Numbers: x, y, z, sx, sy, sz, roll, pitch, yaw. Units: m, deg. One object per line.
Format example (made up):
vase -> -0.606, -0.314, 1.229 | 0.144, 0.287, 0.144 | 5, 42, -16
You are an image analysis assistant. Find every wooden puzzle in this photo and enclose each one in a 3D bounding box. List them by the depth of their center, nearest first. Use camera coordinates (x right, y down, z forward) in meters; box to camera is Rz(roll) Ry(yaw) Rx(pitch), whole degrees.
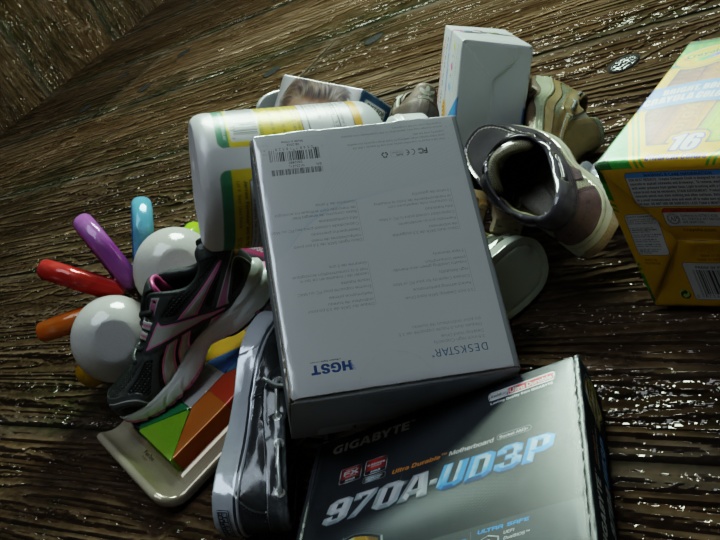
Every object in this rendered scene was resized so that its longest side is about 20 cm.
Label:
wooden puzzle -> -0.138, 0.109, 0.899 | 0.200, 0.037, 0.184 | -42, 27, -18

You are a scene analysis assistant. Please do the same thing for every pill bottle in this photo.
pill bottle -> -0.039, -0.082, 0.830 | 0.197, 0.114, 0.113 | -7, 23, -13

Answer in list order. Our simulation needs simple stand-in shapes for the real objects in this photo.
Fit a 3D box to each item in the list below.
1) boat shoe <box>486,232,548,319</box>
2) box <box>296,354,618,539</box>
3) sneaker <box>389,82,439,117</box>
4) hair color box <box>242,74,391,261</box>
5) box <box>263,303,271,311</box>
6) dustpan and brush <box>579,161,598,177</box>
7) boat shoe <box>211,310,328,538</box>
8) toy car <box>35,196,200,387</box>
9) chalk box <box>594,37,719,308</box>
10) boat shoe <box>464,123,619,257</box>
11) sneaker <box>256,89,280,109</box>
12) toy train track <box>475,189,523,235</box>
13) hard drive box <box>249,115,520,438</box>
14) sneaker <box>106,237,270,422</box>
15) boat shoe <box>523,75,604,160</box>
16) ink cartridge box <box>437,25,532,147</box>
boat shoe -> 0.055, 0.036, 0.775 | 0.201, 0.073, 0.060 | -33, 23, -16
box -> 0.055, 0.147, 0.606 | 0.198, 0.046, 0.160 | -22, 28, 22
sneaker -> 0.055, -0.141, 1.014 | 0.200, 0.070, 0.076 | -151, 78, -83
hair color box -> -0.051, -0.077, 0.950 | 0.099, 0.060, 0.202 | 16, 89, 32
box -> 0.000, 0.000, 0.843 | 0.199, 0.042, 0.039 | -29, -3, 29
dustpan and brush -> 0.226, -0.070, 0.775 | 0.138, 0.057, 0.201 | -16, 32, 29
boat shoe -> -0.062, 0.110, 0.763 | 0.067, 0.074, 0.200 | -5, 39, 13
toy car -> -0.245, 0.011, 1.007 | 0.200, 0.150, 0.175 | -49, 9, -10
chalk box -> 0.274, -0.084, 0.675 | 0.124, 0.124, 0.200 | 1, 41, 48
boat shoe -> 0.128, -0.077, 0.777 | 0.072, 0.064, 0.200 | -55, 31, 14
sneaker -> -0.040, -0.161, 1.144 | 0.198, 0.072, 0.099 | 6, -3, -28
toy train track -> 0.123, -0.063, 0.897 | 0.113, 0.033, 0.200 | 13, 22, -1
hard drive box -> 0.010, 0.001, 0.700 | 0.154, 0.077, 0.202 | -7, 64, -7
sneaker -> -0.168, 0.044, 0.888 | 0.200, 0.086, 0.080 | -46, 22, 11
boat shoe -> 0.188, -0.129, 0.915 | 0.075, 0.072, 0.201 | 9, 36, 7
ink cartridge box -> 0.115, -0.177, 0.978 | 0.067, 0.117, 0.200 | 5, 18, -2
